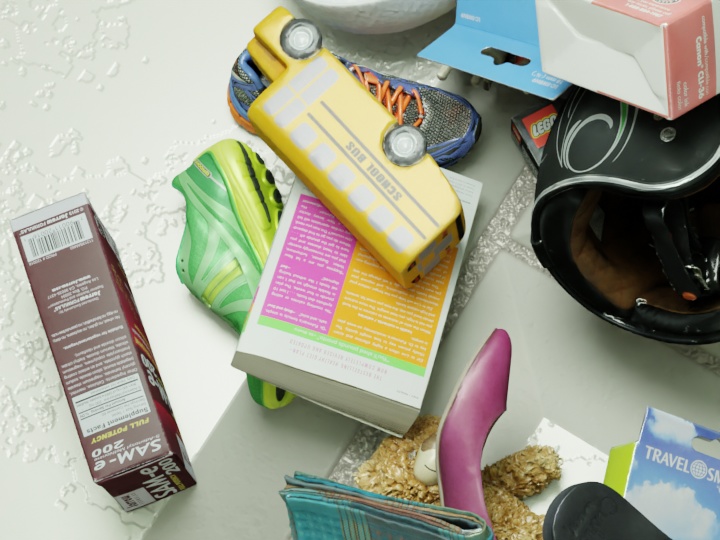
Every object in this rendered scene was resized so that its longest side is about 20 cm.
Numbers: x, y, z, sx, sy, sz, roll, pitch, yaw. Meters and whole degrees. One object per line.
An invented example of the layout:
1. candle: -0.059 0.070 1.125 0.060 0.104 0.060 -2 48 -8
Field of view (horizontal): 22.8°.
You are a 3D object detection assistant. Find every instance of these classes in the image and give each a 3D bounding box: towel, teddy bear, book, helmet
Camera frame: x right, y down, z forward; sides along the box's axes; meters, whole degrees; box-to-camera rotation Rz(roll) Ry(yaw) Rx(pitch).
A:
1. towel: 0.027 0.224 1.137 0.145 0.201 0.022 10 36 26
2. teddy bear: 0.087 0.181 1.217 0.144 0.067 0.201 -23 72 -5
3. book: 0.000 0.000 1.253 0.133 0.048 0.201 21 58 -4
4. helmet: 0.221 -0.068 1.180 0.199 0.201 0.191 30 59 13

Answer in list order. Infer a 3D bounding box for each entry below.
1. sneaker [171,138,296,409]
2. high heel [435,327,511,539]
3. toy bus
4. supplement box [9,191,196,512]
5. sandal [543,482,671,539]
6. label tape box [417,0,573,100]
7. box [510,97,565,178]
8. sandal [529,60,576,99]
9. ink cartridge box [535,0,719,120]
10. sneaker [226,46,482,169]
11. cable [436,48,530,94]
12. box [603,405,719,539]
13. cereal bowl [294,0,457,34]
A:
1. sneaker: -0.086 0.007 1.296 0.083 0.074 0.202 -22 73 24
2. high heel: 0.089 0.143 1.165 0.095 0.067 0.202 18 90 10
3. toy bus: -0.009 -0.087 1.233 0.078 0.065 0.200 -43 75 -4
4. supplement box: -0.180 0.059 1.257 0.060 0.109 0.201 -20 72 -2
5. sandal: 0.204 0.207 1.129 0.199 0.043 0.077 31 71 -10
6. label tape box: 0.145 -0.209 1.214 0.200 0.064 0.144 -38 37 -23
7. box: 0.228 -0.094 1.307 0.199 0.040 0.138 -27 72 -4
8. sandal: 0.170 -0.216 1.322 0.075 0.043 0.202 14 57 -12
9. ink cartridge box: 0.219 -0.175 1.112 0.199 0.068 0.116 -29 36 -27
10. sneaker: -0.009 -0.120 1.316 0.198 0.079 0.076 10 74 8
11. cable: 0.126 -0.214 1.341 0.096 0.050 0.202 12 69 10
12. box: 0.210 0.206 1.187 0.121 0.048 0.202 20 73 -14
13. cereal bowl: 0.032 -0.258 1.339 0.198 0.083 0.202 -14 56 22
